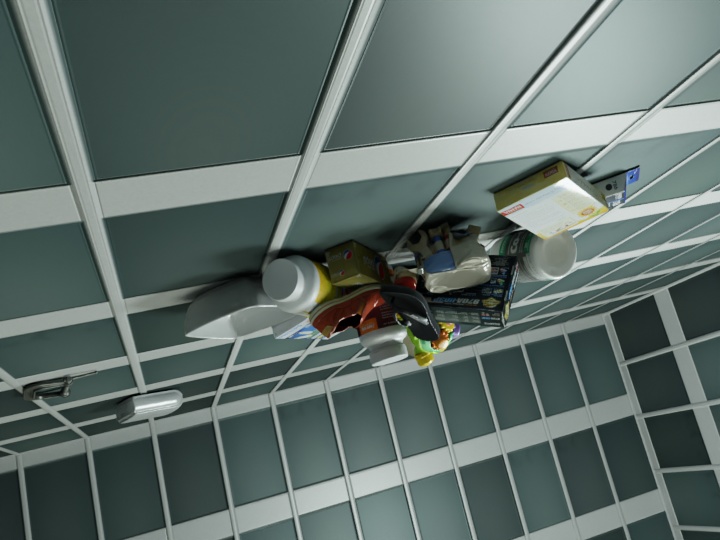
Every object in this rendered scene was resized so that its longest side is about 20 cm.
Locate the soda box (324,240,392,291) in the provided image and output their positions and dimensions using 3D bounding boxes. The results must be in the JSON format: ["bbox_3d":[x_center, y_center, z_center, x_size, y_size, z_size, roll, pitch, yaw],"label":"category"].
[{"bbox_3d":[0.000,0.000,1.383,0.062,0.070,0.199,-19,165,18],"label":"soda box"}]

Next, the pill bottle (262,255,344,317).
[{"bbox_3d":[-0.108,0.031,1.311,0.102,0.107,0.199,-19,165,16],"label":"pill bottle"}]

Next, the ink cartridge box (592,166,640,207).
[{"bbox_3d":[0.470,-0.144,1.401,0.195,0.040,0.099,-21,164,19],"label":"ink cartridge box"}]

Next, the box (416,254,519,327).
[{"bbox_3d":[0.208,0.035,1.395,0.194,0.161,0.047,2,133,24],"label":"box"}]

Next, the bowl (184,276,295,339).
[{"bbox_3d":[-0.238,0.073,1.394,0.196,0.077,0.198,-21,165,23],"label":"bowl"}]

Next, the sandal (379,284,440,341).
[{"bbox_3d":[0.100,0.089,1.329,0.074,0.044,0.200,-5,144,34],"label":"sandal"}]

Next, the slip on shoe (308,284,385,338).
[{"bbox_3d":[-0.013,0.080,1.342,0.197,0.062,0.075,-20,152,-44],"label":"slip on shoe"}]

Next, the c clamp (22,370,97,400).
[{"bbox_3d":[-0.786,0.307,1.803,0.167,0.028,0.199,-6,162,-35],"label":"c clamp"}]

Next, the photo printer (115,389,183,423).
[{"bbox_3d":[-0.714,0.463,2.381,0.196,0.071,0.165,-3,161,-42],"label":"photo printer"}]

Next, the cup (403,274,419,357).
[{"bbox_3d":[0.118,0.084,1.638,0.197,0.205,0.142,-24,142,33],"label":"cup"}]

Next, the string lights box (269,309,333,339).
[{"bbox_3d":[-0.102,0.105,1.543,0.101,0.060,0.198,-31,159,27],"label":"string lights box"}]

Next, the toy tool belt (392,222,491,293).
[{"bbox_3d":[0.150,-0.026,1.345,0.194,0.125,0.127,-10,140,1],"label":"toy tool belt"}]

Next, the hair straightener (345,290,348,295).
[{"bbox_3d":[-0.092,0.065,1.620,0.195,0.042,0.077,-16,167,-18],"label":"hair straightener"}]

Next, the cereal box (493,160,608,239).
[{"bbox_3d":[0.354,-0.125,1.282,0.142,0.041,0.198,-25,151,33],"label":"cereal box"}]

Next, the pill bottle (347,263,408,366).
[{"bbox_3d":[0.040,0.097,1.521,0.110,0.206,0.113,-14,166,-3],"label":"pill bottle"}]

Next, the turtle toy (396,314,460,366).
[{"bbox_3d":[0.164,0.103,1.494,0.100,0.149,0.199,-24,-177,36],"label":"turtle toy"}]

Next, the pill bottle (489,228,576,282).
[{"bbox_3d":[0.363,-0.033,1.497,0.110,0.117,0.199,-10,179,-19],"label":"pill bottle"}]
